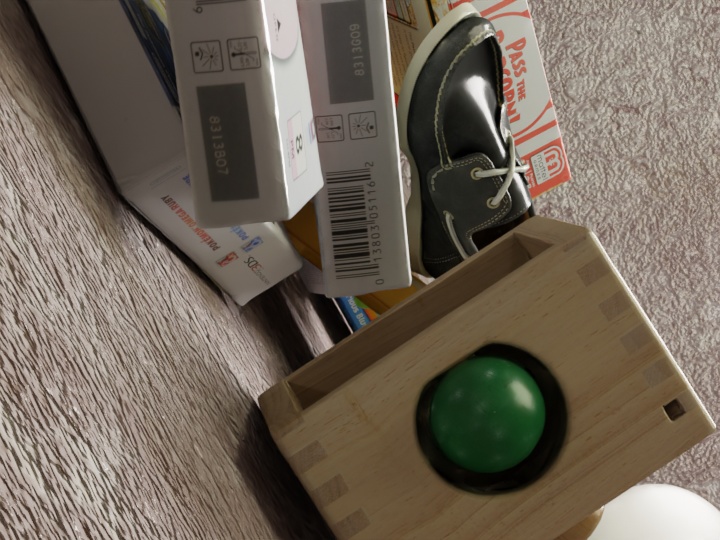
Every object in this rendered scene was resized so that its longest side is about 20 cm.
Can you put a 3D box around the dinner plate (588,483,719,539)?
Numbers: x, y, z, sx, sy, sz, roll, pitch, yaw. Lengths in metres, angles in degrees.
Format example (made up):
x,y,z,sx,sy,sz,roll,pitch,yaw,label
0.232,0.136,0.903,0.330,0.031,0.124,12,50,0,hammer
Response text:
x,y,z,sx,sy,sz,roll,pitch,yaw,label
0.163,0.217,1.435,0.024,0.200,0.200,2,-50,51,dinner plate

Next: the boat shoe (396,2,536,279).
x,y,z,sx,sy,sz,roll,pitch,yaw,label
0.062,-0.057,1.341,0.068,0.072,0.200,32,-29,26,boat shoe

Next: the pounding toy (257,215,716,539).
x,y,z,sx,sy,sz,roll,pitch,yaw,label
0.050,0.087,1.121,0.142,0.184,0.200,57,-2,-5,pounding toy

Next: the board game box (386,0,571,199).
x,y,z,sx,sy,sz,roll,pitch,yaw,label
0.031,-0.135,1.462,0.200,0.046,0.152,36,-32,54,board game box

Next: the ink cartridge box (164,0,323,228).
x,y,z,sx,sy,sz,roll,pitch,yaw,label
-0.041,-0.120,1.174,0.200,0.057,0.163,-45,129,-69,ink cartridge box

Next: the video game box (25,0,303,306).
x,y,z,sx,sy,sz,roll,pitch,yaw,label
-0.107,-0.098,1.245,0.200,0.047,0.182,62,3,21,video game box

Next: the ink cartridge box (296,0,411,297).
x,y,z,sx,sy,sz,roll,pitch,yaw,label
-0.011,-0.095,1.339,0.200,0.047,0.160,-106,-171,-70,ink cartridge box

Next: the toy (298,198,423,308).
x,y,z,sx,sy,sz,roll,pitch,yaw,label
-0.028,-0.064,1.573,0.115,0.047,0.200,8,-43,45,toy

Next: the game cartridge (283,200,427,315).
x,y,z,sx,sy,sz,roll,pitch,yaw,label
0.000,0.000,1.463,0.200,0.032,0.176,35,0,10,game cartridge

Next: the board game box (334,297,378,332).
x,y,z,sx,sy,sz,roll,pitch,yaw,label
0.013,0.027,1.725,0.200,0.045,0.152,61,-2,3,board game box
